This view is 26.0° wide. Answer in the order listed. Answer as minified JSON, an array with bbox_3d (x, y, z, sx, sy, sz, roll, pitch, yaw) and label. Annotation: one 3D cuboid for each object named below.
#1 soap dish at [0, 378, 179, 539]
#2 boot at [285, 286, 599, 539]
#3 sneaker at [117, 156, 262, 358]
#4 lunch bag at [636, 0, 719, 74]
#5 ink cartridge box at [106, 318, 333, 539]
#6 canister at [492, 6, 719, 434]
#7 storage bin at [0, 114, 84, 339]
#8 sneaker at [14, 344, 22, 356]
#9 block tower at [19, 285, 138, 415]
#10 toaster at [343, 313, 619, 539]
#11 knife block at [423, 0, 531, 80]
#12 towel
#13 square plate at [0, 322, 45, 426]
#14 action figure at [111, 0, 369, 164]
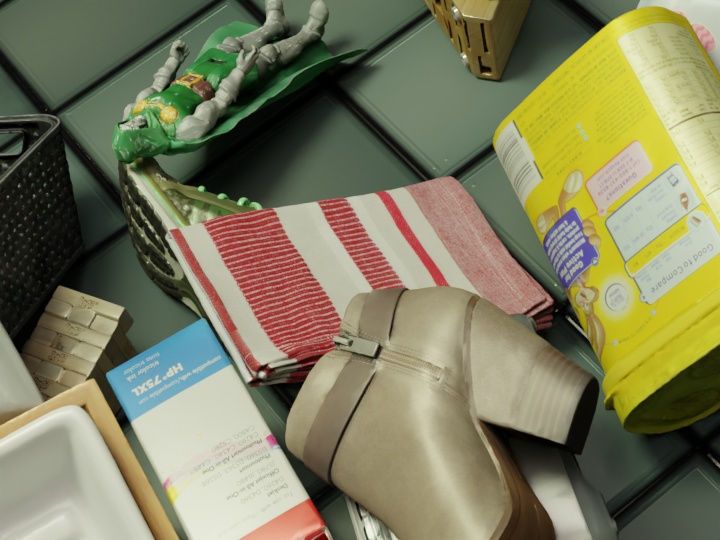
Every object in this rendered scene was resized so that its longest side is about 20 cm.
[{"bbox_3d":[-0.164,0.183,0.836,0.156,0.081,0.201,-28,83,-6],"label":"soap dish"},{"bbox_3d":[0.026,0.103,0.771,0.145,0.070,0.201,15,68,29],"label":"boot"},{"bbox_3d":[-0.085,-0.018,1.006,0.088,0.077,0.200,-28,58,-29],"label":"sneaker"},{"bbox_3d":[0.267,-0.147,0.969,0.169,0.127,0.201,23,77,26],"label":"lunch bag"},{"bbox_3d":[-0.059,0.139,0.851,0.067,0.117,0.200,-28,51,-8],"label":"ink cartridge box"},{"bbox_3d":[0.172,-0.031,0.894,0.148,0.086,0.201,-41,58,32],"label":"canister"},{"bbox_3d":[-0.267,-0.018,0.967,0.134,0.095,0.200,-1,24,12],"label":"storage bin"},{"bbox_3d":[-0.275,0.125,0.955,0.090,0.078,0.200,41,78,14],"label":"sneaker"},{"bbox_3d":[-0.201,0.111,0.946,0.054,0.058,0.201,16,64,21],"label":"block tower"},{"bbox_3d":[0.065,0.131,0.841,0.128,0.114,0.201,-21,58,3],"label":"toaster"},{"bbox_3d":[0.112,-0.251,1.104,0.175,0.064,0.201,-26,56,-4],"label":"knife block"},{"bbox_3d":[0.000,0.000,0.934,0.198,0.023,0.144,-11,42,-24],"label":"towel"},{"bbox_3d":[-0.300,0.034,0.860,0.197,0.028,0.201,-26,97,16],"label":"square plate"},{"bbox_3d":[-0.096,-0.125,1.039,0.117,0.055,0.200,12,39,32],"label":"action figure"}]
